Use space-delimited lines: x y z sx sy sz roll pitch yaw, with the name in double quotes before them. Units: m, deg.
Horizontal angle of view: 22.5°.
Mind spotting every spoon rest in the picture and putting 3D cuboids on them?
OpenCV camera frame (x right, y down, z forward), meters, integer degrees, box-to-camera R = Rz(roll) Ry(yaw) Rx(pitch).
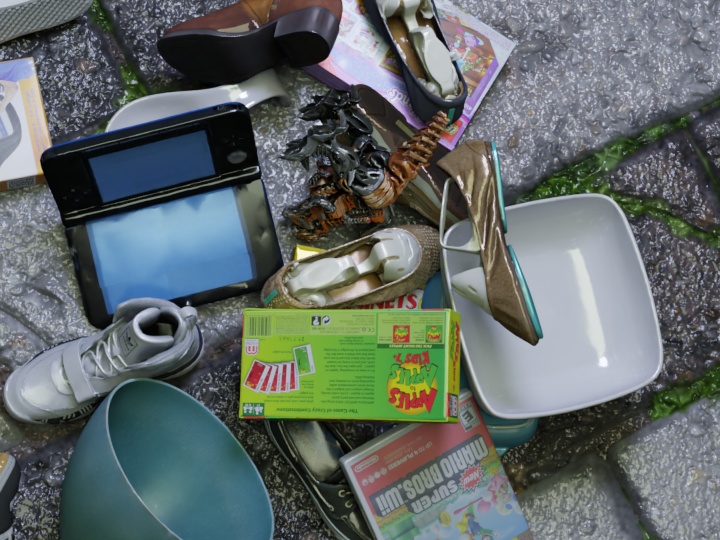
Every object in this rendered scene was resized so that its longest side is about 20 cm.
"spoon rest" -0.160 -0.145 1.778 0.199 0.061 0.100 -30 84 -15

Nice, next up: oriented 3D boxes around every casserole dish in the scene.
"casserole dish" 0.121 0.082 1.763 0.120 0.039 0.202 2 78 -12

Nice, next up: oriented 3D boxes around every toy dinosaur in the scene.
"toy dinosaur" -0.001 -0.102 1.739 0.200 0.102 0.136 -38 111 12

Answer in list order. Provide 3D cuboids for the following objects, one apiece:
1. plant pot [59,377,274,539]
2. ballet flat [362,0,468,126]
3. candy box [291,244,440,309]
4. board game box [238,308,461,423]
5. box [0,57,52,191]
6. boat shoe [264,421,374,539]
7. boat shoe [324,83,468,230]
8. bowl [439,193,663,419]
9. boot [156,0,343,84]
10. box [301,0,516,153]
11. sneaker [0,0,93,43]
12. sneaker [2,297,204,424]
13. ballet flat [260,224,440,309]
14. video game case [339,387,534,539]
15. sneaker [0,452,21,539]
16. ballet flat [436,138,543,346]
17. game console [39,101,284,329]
"plant pot" -0.195 0.218 1.643 0.135 0.200 0.200 -41 86 23
"ballet flat" 0.055 -0.239 1.790 0.073 0.073 0.201 -20 82 -13
"candy box" 0.024 0.043 1.785 0.198 0.026 0.103 11 73 -8
"board game box" -0.009 0.088 1.666 0.198 0.048 0.102 0 83 16
"box" -0.401 -0.129 1.744 0.198 0.041 0.120 -11 80 -14
"boat shoe" -0.021 0.199 1.727 0.069 0.057 0.200 -40 86 -15
"boat shoe" 0.046 -0.094 1.801 0.200 0.076 0.072 45 33 0
"bowl" 0.175 0.039 1.726 0.198 0.075 0.202 -12 79 -15
"boot" -0.095 -0.281 1.787 0.187 0.069 0.201 -10 45 24
"box" 0.040 -0.224 1.840 0.199 0.039 0.137 33 74 -1
"sneaker" -0.366 -0.271 1.774 0.199 0.074 0.082 -13 62 -15
"sneaker" -0.239 0.079 1.684 0.199 0.115 0.076 -19 76 -13
"ballet flat" 0.000 0.000 1.743 0.199 0.065 0.071 -23 76 -18
"video game case" 0.079 0.231 1.717 0.142 0.017 0.201 -28 107 -14
"sneaker" -0.341 0.270 1.660 0.087 0.076 0.201 23 78 -20
"ballet flat" 0.111 -0.021 1.659 0.072 0.068 0.202 -14 80 4
"game console" -0.182 -0.050 1.701 0.198 0.171 0.119 -15 65 -4
